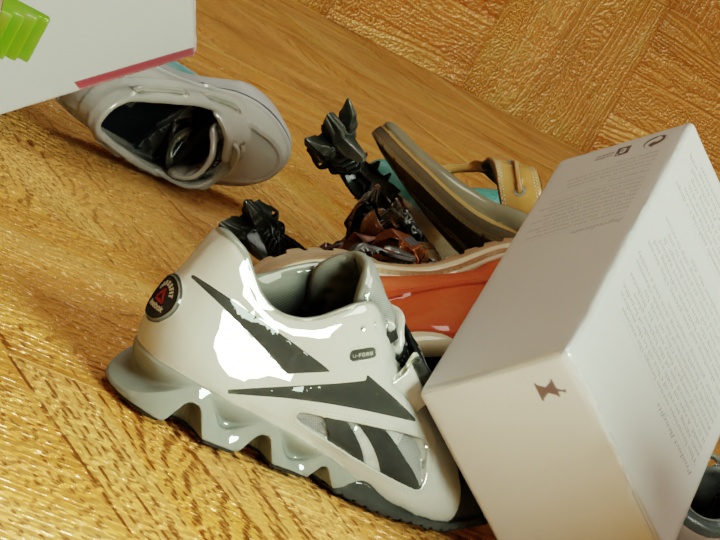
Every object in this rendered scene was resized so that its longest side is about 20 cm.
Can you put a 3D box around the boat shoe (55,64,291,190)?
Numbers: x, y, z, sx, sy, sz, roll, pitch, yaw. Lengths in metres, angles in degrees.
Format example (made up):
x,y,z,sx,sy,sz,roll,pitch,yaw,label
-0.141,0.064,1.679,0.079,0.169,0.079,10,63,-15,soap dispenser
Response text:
x,y,z,sx,sy,sz,roll,pitch,yaw,label
-0.100,-0.080,1.441,0.200,0.072,0.066,30,22,-55,boat shoe

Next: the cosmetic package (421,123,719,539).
x,y,z,sx,sy,sz,roll,pitch,yaw,label
0.106,0.032,1.046,0.102,0.071,0.200,63,32,-19,cosmetic package

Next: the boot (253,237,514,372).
x,y,z,sx,sy,sz,roll,pitch,yaw,label
0.052,0.038,1.120,0.199,0.075,0.107,-3,23,-24,boot

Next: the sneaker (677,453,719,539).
x,y,z,sx,sy,sz,roll,pitch,yaw,label
0.183,0.128,1.114,0.200,0.082,0.077,23,11,-38,sneaker

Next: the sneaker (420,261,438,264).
x,y,z,sx,sy,sz,roll,pitch,yaw,label
0.079,0.058,1.227,0.200,0.078,0.080,25,19,-29,sneaker

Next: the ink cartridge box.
x,y,z,sx,sy,sz,roll,pitch,yaw,label
-0.201,-0.173,1.365,0.145,0.084,0.200,-20,37,-27,ink cartridge box

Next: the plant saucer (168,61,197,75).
x,y,z,sx,sy,sz,roll,pitch,yaw,label
-0.160,-0.129,1.626,0.199,0.036,0.200,30,8,-4,plant saucer

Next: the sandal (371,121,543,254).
x,y,z,sx,sy,sz,roll,pitch,yaw,label
0.086,-0.024,1.296,0.200,0.054,0.080,34,-15,36,sandal

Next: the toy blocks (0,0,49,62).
x,y,z,sx,sy,sz,roll,pitch,yaw,label
-0.247,-0.119,1.143,0.199,0.100,0.137,27,20,-15,toy blocks

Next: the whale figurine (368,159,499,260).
x,y,z,sx,sy,sz,roll,pitch,yaw,label
0.088,-0.011,1.449,0.200,0.104,0.159,41,0,-36,whale figurine

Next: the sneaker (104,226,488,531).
x,y,z,sx,sy,sz,roll,pitch,yaw,label
0.000,0.043,0.993,0.200,0.089,0.074,25,8,-40,sneaker

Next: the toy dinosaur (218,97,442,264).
x,y,z,sx,sy,sz,roll,pitch,yaw,label
0.000,0.000,1.319,0.136,0.102,0.200,45,-19,5,toy dinosaur
